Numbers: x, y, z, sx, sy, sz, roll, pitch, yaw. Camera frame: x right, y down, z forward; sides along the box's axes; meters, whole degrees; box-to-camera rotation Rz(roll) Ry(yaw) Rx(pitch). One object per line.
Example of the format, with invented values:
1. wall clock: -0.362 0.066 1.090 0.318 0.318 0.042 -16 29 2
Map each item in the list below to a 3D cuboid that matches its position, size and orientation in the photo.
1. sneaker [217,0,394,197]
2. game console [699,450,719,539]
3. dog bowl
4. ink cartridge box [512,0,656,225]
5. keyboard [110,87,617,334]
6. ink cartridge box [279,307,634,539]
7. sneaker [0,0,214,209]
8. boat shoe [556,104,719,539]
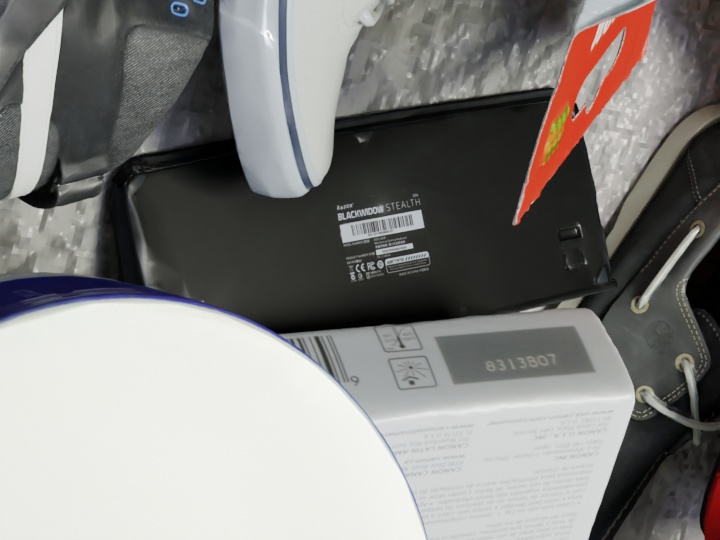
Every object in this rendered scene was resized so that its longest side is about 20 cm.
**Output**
1. sneaker: -0.004 -0.112 0.838 0.071 0.073 0.200 5 119 4
2. game console: 0.193 0.029 1.056 0.200 0.031 0.177 8 105 -68
3. dog bowl: -0.081 0.102 0.773 0.200 0.079 0.200 -2 94 -25
4. ink cartridge box: 0.116 -0.119 0.849 0.162 0.050 0.200 -50 159 -58
5. keyboard: 0.000 0.000 0.944 0.200 0.040 0.104 -11 90 -35
6. ink cartridge box: -0.008 0.103 0.931 0.162 0.057 0.200 -5 138 -19
7. sneaker: -0.089 -0.115 0.797 0.112 0.073 0.200 -6 119 -42
8. boat shoe: 0.111 0.034 1.019 0.072 0.068 0.200 33 87 -44
